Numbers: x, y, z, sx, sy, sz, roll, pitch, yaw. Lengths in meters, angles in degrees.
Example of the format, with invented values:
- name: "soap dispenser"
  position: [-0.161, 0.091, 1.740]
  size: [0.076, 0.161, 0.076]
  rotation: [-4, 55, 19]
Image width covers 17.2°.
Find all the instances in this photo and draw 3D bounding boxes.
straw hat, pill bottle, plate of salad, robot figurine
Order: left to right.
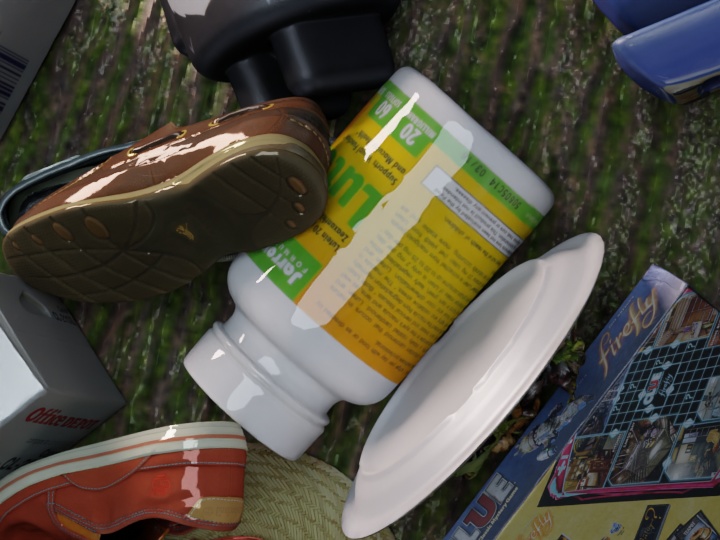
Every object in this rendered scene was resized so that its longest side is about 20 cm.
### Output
- name: "straw hat"
  position: [-0.076, 0.190, 1.278]
  size: [0.200, 0.085, 0.202]
  rotation: [-1, 84, 12]
- name: "robot figurine"
  position: [-0.054, -0.180, 1.290]
  size: [0.150, 0.125, 0.201]
  rotation: [-22, 80, 9]
- name: "pill bottle"
  position: [0.000, 0.000, 1.268]
  size: [0.111, 0.111, 0.200]
  rotation: [42, 93, 12]
- name: "plate of salad"
  position: [0.063, 0.064, 1.214]
  size: [0.048, 0.200, 0.200]
  rotation: [41, 94, -9]

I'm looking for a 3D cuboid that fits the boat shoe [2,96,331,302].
- name: "boat shoe"
  position: [-0.099, -0.038, 1.261]
  size: [0.200, 0.072, 0.068]
  rotation: [-18, 37, 27]

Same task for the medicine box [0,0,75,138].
- name: "medicine box"
  position: [-0.295, -0.137, 1.346]
  size: [0.200, 0.103, 0.183]
  rotation: [28, 91, 13]

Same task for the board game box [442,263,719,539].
- name: "board game box"
  position: [0.140, 0.113, 1.226]
  size: [0.200, 0.135, 0.035]
  rotation: [-52, 33, 2]

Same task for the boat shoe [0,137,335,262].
- name: "boat shoe"
  position: [-0.107, -0.040, 1.319]
  size: [0.199, 0.062, 0.073]
  rotation: [-9, 82, 10]

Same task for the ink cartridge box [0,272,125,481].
- name: "ink cartridge box"
  position: [-0.243, 0.095, 1.290]
  size: [0.200, 0.146, 0.083]
  rotation: [-37, 78, 6]

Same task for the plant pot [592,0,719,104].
- name: "plant pot"
  position: [0.189, -0.193, 1.212]
  size: [0.199, 0.200, 0.180]
  rotation: [-23, 88, 8]

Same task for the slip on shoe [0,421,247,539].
- name: "slip on shoe"
  position: [-0.136, 0.128, 1.270]
  size: [0.200, 0.074, 0.061]
  rotation: [-19, 73, 40]
